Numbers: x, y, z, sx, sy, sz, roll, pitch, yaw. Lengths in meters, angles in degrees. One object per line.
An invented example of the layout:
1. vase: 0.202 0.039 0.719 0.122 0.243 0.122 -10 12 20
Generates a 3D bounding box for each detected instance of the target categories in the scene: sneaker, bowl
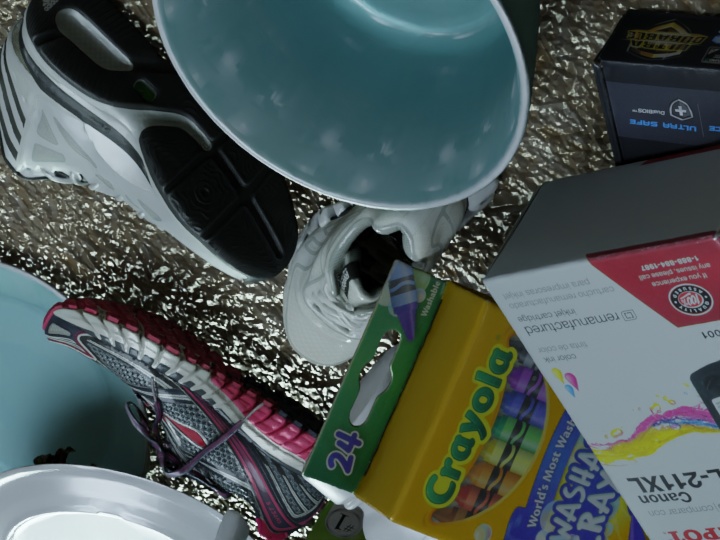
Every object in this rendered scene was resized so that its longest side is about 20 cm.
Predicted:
1. sneaker: -0.126 -0.063 1.592 0.201 0.076 0.115 47 147 -5
2. sneaker: 0.000 0.000 1.556 0.075 0.081 0.200 32 141 -3
3. sneaker: -0.104 0.083 1.683 0.200 0.081 0.075 34 96 -1
4. bowl: 0.009 -0.138 1.393 0.200 0.105 0.201 17 137 17

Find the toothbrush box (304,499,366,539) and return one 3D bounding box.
1. toothbrush box: 0.004 0.250 1.708 0.145 0.200 0.086 24 139 11

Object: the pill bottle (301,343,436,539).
1. pill bottle: 0.073 0.138 1.619 0.200 0.113 0.113 38 139 -6

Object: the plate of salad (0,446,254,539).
1. plate of salad: -0.144 0.168 1.761 0.200 0.048 0.200 11 145 8

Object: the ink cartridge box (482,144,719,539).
1. ink cartridge box: 0.178 0.044 1.412 0.146 0.083 0.200 -12 122 40

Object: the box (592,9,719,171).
1. box: 0.229 -0.030 1.407 0.200 0.050 0.199 7 133 28

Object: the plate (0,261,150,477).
1. plate: -0.213 0.077 1.786 0.200 0.026 0.201 14 123 23

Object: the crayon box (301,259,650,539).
1. crayon box: 0.084 0.089 1.499 0.200 0.126 0.052 23 -178 -27

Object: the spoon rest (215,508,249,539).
1. spoon rest: -0.001 0.207 1.631 0.200 0.061 0.099 25 165 18
